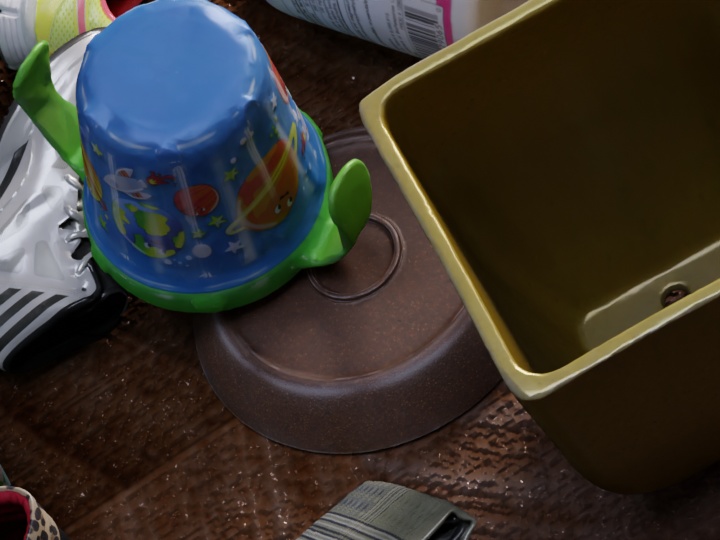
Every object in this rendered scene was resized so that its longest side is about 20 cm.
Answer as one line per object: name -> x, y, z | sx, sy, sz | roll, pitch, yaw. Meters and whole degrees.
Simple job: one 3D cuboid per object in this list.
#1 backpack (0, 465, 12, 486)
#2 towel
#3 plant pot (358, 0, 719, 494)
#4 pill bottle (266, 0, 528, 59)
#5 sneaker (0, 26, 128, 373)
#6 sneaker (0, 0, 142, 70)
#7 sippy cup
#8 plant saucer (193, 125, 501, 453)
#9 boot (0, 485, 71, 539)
backpack -> -0.283, 0.099, 1.496 | 0.177, 0.200, 0.151 | -29, 34, 3
towel -> -0.036, 0.175, 1.386 | 0.192, 0.200, 0.035 | -41, 98, -9
plant pot -> 0.147, -0.009, 1.397 | 0.195, 0.200, 0.195 | -29, 54, 2
pill bottle -> 0.009, -0.184, 1.612 | 0.199, 0.113, 0.114 | 21, 68, 29
sneaker -> -0.153, -0.030, 1.614 | 0.115, 0.076, 0.201 | 29, 81, 23
sneaker -> -0.140, -0.199, 1.709 | 0.090, 0.078, 0.201 | 10, 70, 18
sippy cup -> -0.088, -0.068, 1.512 | 0.177, 0.131, 0.140 | -11, 59, 3
plant saucer -> 0.000, 0.000, 1.551 | 0.199, 0.035, 0.201 | -10, 57, 16
boot -> -0.197, 0.194, 1.429 | 0.200, 0.151, 0.073 | -36, 55, 0
